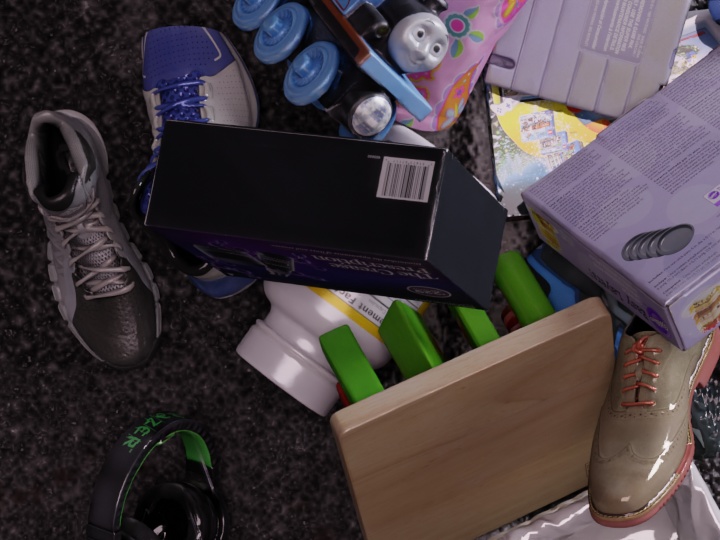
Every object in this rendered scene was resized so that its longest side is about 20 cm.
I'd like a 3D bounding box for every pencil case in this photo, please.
[{"bbox_3d":[0.074,-0.193,1.447,0.087,0.087,0.201,33,121,4],"label":"pencil case"}]

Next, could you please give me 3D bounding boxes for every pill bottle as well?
[{"bbox_3d":[0.000,0.000,1.495,0.111,0.111,0.200,36,89,4],"label":"pill bottle"}]

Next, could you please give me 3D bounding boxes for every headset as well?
[{"bbox_3d":[-0.136,0.201,1.490,0.094,0.123,0.201,17,119,28],"label":"headset"}]

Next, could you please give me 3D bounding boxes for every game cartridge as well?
[{"bbox_3d":[0.175,-0.214,1.483,0.129,0.038,0.201,15,101,-1],"label":"game cartridge"}]

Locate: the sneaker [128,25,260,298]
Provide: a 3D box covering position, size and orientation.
[{"bbox_3d":[-0.119,-0.082,1.498,0.080,0.115,0.201,-9,86,11],"label":"sneaker"}]

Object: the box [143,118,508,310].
[{"bbox_3d":[-0.020,-0.036,1.375,0.199,0.141,0.079,7,81,22],"label":"box"}]

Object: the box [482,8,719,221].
[{"bbox_3d":[0.192,-0.114,1.529,0.198,0.038,0.138,-6,87,2],"label":"box"}]

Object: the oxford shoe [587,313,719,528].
[{"bbox_3d":[0.185,0.080,1.383,0.070,0.075,0.201,-3,42,26],"label":"oxford shoe"}]

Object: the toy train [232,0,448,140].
[{"bbox_3d":[-0.010,-0.164,1.369,0.114,0.200,0.087,-46,128,10],"label":"toy train"}]

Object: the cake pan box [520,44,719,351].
[{"bbox_3d":[0.236,-0.057,1.411,0.200,0.184,0.052,-37,130,-10],"label":"cake pan box"}]

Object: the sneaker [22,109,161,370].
[{"bbox_3d":[-0.204,-0.023,1.503,0.075,0.115,0.201,-20,86,1],"label":"sneaker"}]

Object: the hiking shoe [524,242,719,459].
[{"bbox_3d":[0.191,0.055,1.516,0.086,0.074,0.201,-32,89,27],"label":"hiking shoe"}]

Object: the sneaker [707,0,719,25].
[{"bbox_3d":[0.328,-0.139,1.487,0.199,0.074,0.083,28,89,-12],"label":"sneaker"}]

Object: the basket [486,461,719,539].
[{"bbox_3d":[0.175,0.250,1.448,0.197,0.161,0.201,-26,88,1],"label":"basket"}]

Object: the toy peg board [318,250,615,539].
[{"bbox_3d":[0.071,0.092,1.464,0.199,0.200,0.098,-23,53,-7],"label":"toy peg board"}]
